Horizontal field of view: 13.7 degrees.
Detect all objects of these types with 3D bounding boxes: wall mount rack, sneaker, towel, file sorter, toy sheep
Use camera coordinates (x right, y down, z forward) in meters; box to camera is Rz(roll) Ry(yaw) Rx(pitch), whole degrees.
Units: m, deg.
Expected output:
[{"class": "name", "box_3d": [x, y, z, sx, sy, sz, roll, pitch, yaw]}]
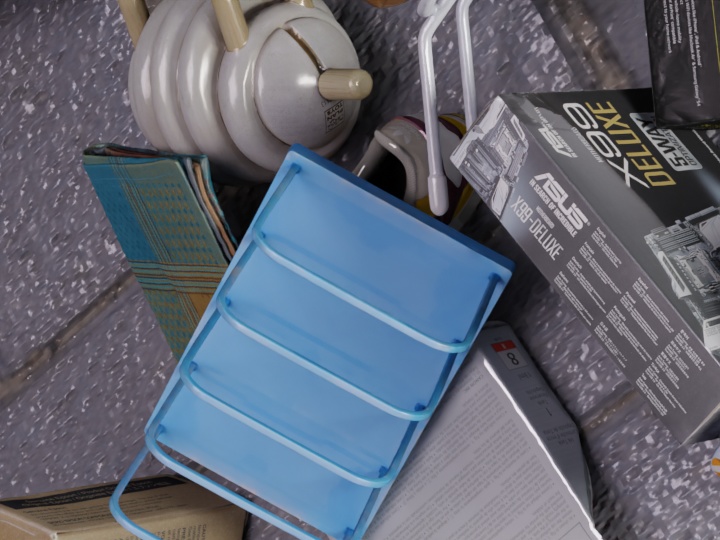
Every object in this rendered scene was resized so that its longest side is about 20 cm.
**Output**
[{"class": "wall mount rack", "box_3d": [0.071, -0.129, 1.579, 0.075, 0.200, 0.174, 36, 108, 3]}, {"class": "sneaker", "box_3d": [0.000, 0.000, 1.693, 0.075, 0.090, 0.200, 33, 113, 32]}, {"class": "towel", "box_3d": [-0.088, 0.017, 1.734, 0.147, 0.022, 0.200, 8, 127, 60]}, {"class": "file sorter", "box_3d": [-0.030, 0.064, 1.610, 0.139, 0.123, 0.200, 28, 116, 0]}, {"class": "toy sheep", "box_3d": [-0.065, -0.113, 1.711, 0.200, 0.138, 0.138, 11, 101, 53]}]

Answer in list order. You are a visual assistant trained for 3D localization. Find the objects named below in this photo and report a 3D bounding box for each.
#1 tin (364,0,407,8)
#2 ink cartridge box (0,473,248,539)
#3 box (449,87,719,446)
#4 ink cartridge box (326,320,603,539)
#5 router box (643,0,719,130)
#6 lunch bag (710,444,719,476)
[{"class": "tin", "box_3d": [0.044, -0.232, 1.620, 0.042, 0.112, 0.200, 36, 124, 20]}, {"class": "ink cartridge box", "box_3d": [-0.159, 0.232, 1.791, 0.075, 0.165, 0.200, 16, 103, 39]}, {"class": "box", "box_3d": [0.159, -0.007, 1.524, 0.200, 0.158, 0.050, 53, 122, 23]}, {"class": "ink cartridge box", "box_3d": [0.074, 0.153, 1.681, 0.162, 0.050, 0.200, -44, 73, 32]}, {"class": "router box", "box_3d": [0.215, -0.179, 1.531, 0.149, 0.051, 0.201, -7, 88, 39]}, {"class": "lunch bag", "box_3d": [0.265, 0.054, 1.443, 0.076, 0.160, 0.200, 49, 120, 25]}]
